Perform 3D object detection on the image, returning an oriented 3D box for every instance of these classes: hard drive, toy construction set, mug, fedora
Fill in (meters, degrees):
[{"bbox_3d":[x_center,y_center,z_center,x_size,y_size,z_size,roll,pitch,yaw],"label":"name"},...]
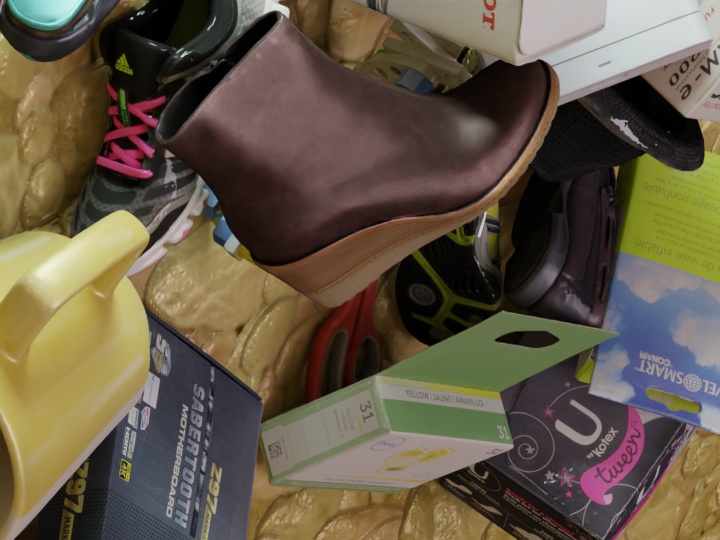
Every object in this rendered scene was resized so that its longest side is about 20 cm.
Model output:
[{"bbox_3d":[0.110,-0.202,1.585,0.132,0.200,0.027,-21,171,-3],"label":"hard drive"},{"bbox_3d":[-0.021,-0.079,1.580,0.200,0.092,0.131,-39,159,-10],"label":"toy construction set"},{"bbox_3d":[-0.176,0.052,1.405,0.153,0.186,0.150,-37,115,-46],"label":"mug"},{"bbox_3d":[0.136,-0.114,1.737,0.092,0.201,0.200,-42,150,20],"label":"fedora"}]

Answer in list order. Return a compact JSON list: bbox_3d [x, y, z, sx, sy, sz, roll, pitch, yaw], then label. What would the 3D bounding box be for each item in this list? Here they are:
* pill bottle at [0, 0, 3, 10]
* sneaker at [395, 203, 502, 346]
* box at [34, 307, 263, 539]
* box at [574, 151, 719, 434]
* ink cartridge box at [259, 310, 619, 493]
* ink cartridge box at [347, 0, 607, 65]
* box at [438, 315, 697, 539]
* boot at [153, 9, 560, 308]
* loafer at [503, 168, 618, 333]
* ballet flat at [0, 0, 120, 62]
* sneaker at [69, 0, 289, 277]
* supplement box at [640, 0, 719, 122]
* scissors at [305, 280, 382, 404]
[{"bbox_3d":[-0.238,-0.089,1.288,0.109,0.109,0.200,3,107,-53],"label":"pill bottle"},{"bbox_3d":[0.066,-0.027,1.754,0.200,0.075,0.076,89,21,-43],"label":"sneaker"},{"bbox_3d":[-0.122,0.139,1.552,0.158,0.051,0.200,44,47,-54],"label":"box"},{"bbox_3d":[0.220,0.016,1.812,0.048,0.122,0.200,121,-15,-65],"label":"box"},{"bbox_3d":[0.054,0.089,1.716,0.145,0.200,0.048,11,61,-54],"label":"ink cartridge box"},{"bbox_3d":[0.043,-0.218,1.501,0.086,0.200,0.147,-24,128,-44],"label":"ink cartridge box"},{"bbox_3d":[0.165,0.092,1.869,0.200,0.132,0.115,-53,169,-18],"label":"box"},{"bbox_3d":[0.003,-0.086,1.474,0.200,0.072,0.166,-42,128,-2],"label":"boot"},{"bbox_3d":[0.141,-0.024,1.789,0.072,0.063,0.200,-46,-167,32],"label":"loafer"},{"bbox_3d":[-0.129,-0.189,1.421,0.200,0.073,0.073,-59,145,-21],"label":"ballet flat"},{"bbox_3d":[-0.116,-0.094,1.481,0.087,0.074,0.200,37,78,-50],"label":"sneaker"},{"bbox_3d":[0.173,-0.182,1.667,0.074,0.200,0.126,-50,162,16],"label":"supplement box"},{"bbox_3d":[0.000,0.000,1.732,0.073,0.014,0.200,-16,122,-48],"label":"scissors"}]
